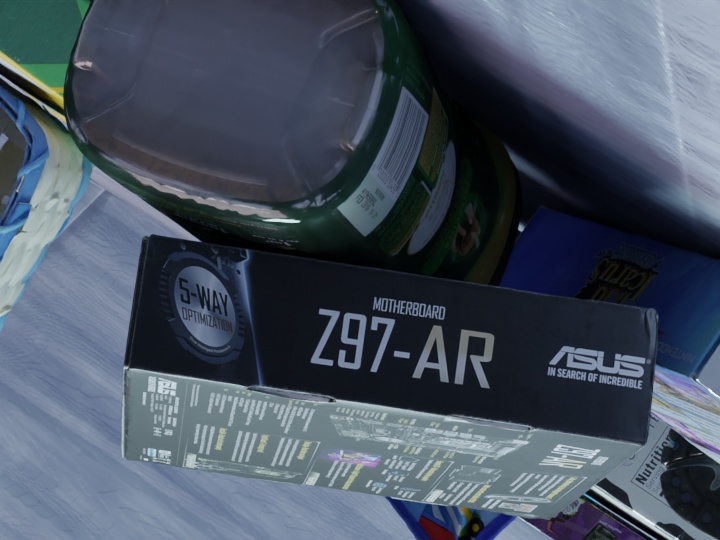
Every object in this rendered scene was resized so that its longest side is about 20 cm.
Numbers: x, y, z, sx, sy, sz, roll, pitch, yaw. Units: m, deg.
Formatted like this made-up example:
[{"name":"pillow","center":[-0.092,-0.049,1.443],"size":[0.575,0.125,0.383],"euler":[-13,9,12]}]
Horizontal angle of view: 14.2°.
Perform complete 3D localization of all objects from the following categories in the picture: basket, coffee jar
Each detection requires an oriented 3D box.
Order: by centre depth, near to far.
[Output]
[{"name":"coffee jar","center":[-0.014,-0.037,0.930],"size":[0.104,0.085,0.200],"euler":[18,172,18]},{"name":"basket","center":[-0.239,-0.035,1.457],"size":[0.139,0.176,0.200],"euler":[36,-171,18]}]

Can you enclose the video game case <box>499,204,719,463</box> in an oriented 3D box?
[{"name":"video game case","center":[0.154,0.052,1.010],"size":[0.181,0.045,0.200],"euler":[34,177,-19]}]

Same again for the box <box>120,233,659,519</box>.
[{"name":"box","center":[0.002,0.040,0.953],"size":[0.160,0.044,0.200],"euler":[8,168,-2]}]

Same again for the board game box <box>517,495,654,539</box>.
[{"name":"board game box","center":[0.112,0.126,1.408],"size":[0.120,0.032,0.200],"euler":[29,179,4]}]

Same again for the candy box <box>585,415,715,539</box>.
[{"name":"candy box","center":[0.189,0.116,1.372],"size":[0.200,0.072,0.168],"euler":[33,178,-3]}]

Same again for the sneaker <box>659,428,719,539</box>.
[{"name":"sneaker","center":[0.222,0.116,1.204],"size":[0.200,0.078,0.086],"euler":[39,-167,36]}]

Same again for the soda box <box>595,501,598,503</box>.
[{"name":"soda box","center":[0.108,0.085,1.765],"size":[0.068,0.064,0.200],"euler":[34,177,-13]}]

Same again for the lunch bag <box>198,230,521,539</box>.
[{"name":"lunch bag","center":[0.000,0.000,1.134],"size":[0.200,0.094,0.151],"euler":[42,-161,-10]}]

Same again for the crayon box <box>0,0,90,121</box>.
[{"name":"crayon box","center":[-0.165,-0.120,1.483],"size":[0.126,0.052,0.200],"euler":[31,175,40]}]
